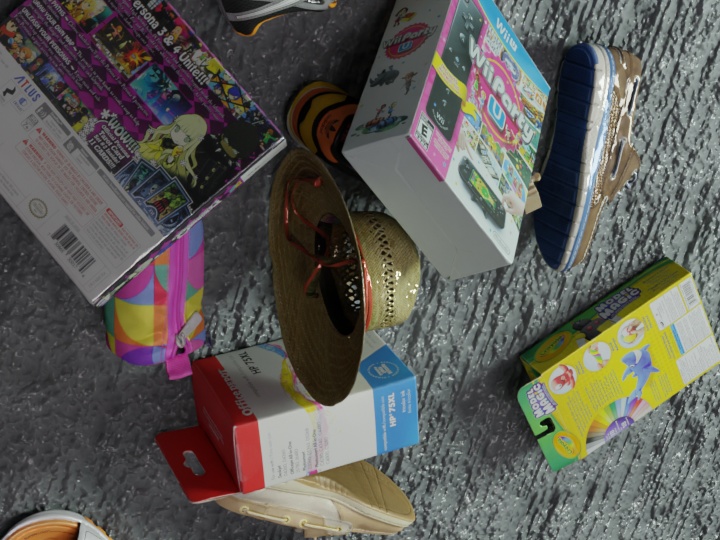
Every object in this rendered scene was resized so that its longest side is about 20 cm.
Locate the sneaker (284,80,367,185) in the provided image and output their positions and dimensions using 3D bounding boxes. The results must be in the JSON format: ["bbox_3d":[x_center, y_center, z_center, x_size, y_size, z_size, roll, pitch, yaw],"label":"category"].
[{"bbox_3d":[0.035,-0.086,1.194,0.199,0.090,0.070,21,102,-31],"label":"sneaker"}]

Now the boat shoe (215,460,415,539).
[{"bbox_3d":[-0.043,0.200,1.304,0.199,0.074,0.069,24,114,-31],"label":"boat shoe"}]

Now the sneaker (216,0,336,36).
[{"bbox_3d":[-0.024,-0.238,1.116,0.199,0.078,0.078,-18,132,-13],"label":"sneaker"}]

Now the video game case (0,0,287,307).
[{"bbox_3d":[-0.183,-0.107,1.052,0.181,0.036,0.200,-41,85,-3],"label":"video game case"}]

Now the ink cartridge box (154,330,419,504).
[{"bbox_3d":[-0.065,0.114,1.221,0.199,0.116,0.068,-14,118,-20],"label":"ink cartridge box"}]

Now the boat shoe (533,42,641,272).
[{"bbox_3d":[0.205,-0.094,1.280,0.072,0.072,0.201,0,112,-26],"label":"boat shoe"}]

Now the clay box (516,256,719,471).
[{"bbox_3d":[0.236,0.090,1.391,0.199,0.048,0.115,-32,122,-7],"label":"clay box"}]

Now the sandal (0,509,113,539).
[{"bbox_3d":[-0.217,0.275,1.257,0.079,0.059,0.206,-48,123,1],"label":"sandal"}]

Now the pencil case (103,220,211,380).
[{"bbox_3d":[-0.155,-0.023,1.139,0.088,0.088,0.201,-8,114,-21],"label":"pencil case"}]

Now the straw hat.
[{"bbox_3d":[0.000,0.000,1.156,0.084,0.201,0.203,-7,115,-24],"label":"straw hat"}]

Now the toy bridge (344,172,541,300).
[{"bbox_3d":[0.059,-0.034,1.223,0.199,0.027,0.067,-27,157,4],"label":"toy bridge"}]

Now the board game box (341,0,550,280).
[{"bbox_3d":[0.073,-0.117,1.143,0.064,0.201,0.148,-16,131,33],"label":"board game box"}]
